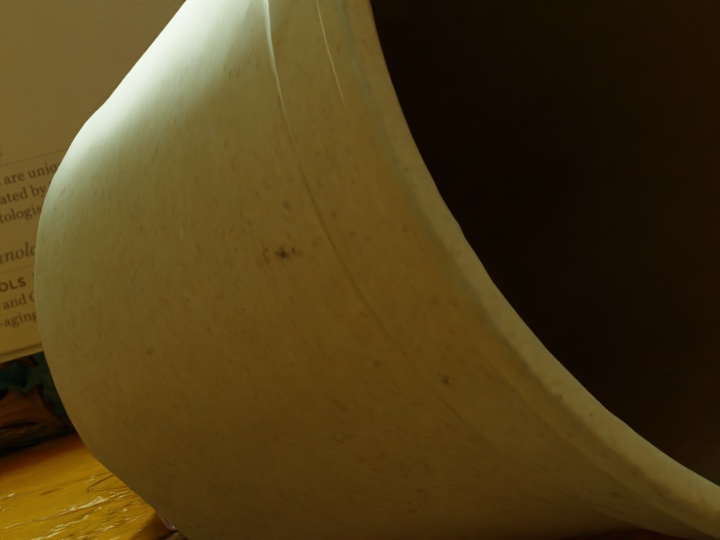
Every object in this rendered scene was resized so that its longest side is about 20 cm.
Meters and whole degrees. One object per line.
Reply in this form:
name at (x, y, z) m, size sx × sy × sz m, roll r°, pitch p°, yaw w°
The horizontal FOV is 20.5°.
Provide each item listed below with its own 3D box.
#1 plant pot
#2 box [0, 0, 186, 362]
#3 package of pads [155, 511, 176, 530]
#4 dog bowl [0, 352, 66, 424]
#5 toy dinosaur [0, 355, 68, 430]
plant pot at (0.025, -0.017, 0.437) m, size 0.200 × 0.201 × 0.183 m, roll -25°, pitch -2°, yaw -40°
box at (-0.153, -0.070, 0.915) m, size 0.200 × 0.172 × 0.199 m, roll -16°, pitch 15°, yaw -9°
package of pads at (-0.027, 0.021, 0.680) m, size 0.120 × 0.076 × 0.200 m, roll -22°, pitch 6°, yaw -6°
dog bowl at (-0.140, 0.038, 1.006) m, size 0.200 × 0.050 × 0.111 m, roll -12°, pitch 10°, yaw 45°
toy dinosaur at (-0.194, 0.074, 0.902) m, size 0.106 × 0.060 × 0.200 m, roll -32°, pitch -4°, yaw 2°
